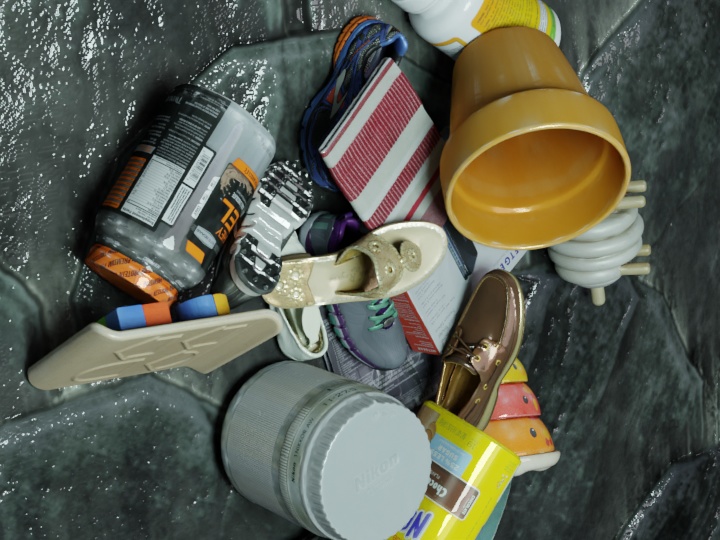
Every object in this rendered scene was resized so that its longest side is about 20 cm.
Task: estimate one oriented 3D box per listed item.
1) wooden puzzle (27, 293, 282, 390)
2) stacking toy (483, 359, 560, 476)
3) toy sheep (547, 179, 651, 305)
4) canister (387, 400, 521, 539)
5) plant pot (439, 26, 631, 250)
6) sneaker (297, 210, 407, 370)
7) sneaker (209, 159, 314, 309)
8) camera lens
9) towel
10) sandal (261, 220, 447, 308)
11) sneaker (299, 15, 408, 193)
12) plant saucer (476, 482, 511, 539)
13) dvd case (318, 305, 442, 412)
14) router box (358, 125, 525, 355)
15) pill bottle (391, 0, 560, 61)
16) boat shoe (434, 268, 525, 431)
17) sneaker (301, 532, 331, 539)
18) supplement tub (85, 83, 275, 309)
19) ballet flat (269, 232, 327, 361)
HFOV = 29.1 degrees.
[{"bbox_3d":[-0.201,0.066,1.342,0.198,0.185,0.047,-2,73,-35],"label":"wooden puzzle"},{"bbox_3d":[0.159,0.146,1.674,0.145,0.145,0.203,-2,83,-37],"label":"stacking toy"},{"bbox_3d":[0.292,-0.046,1.724,0.137,0.137,0.203,-24,117,-32],"label":"toy sheep"},{"bbox_3d":[0.070,0.255,1.490,0.086,0.148,0.201,35,84,-34],"label":"canister"},{"bbox_3d":[0.175,-0.156,1.503,0.199,0.199,0.185,25,42,-37],"label":"plant pot"},{"bbox_3d":[0.004,0.027,1.517,0.074,0.087,0.201,-40,109,-27],"label":"sneaker"},{"bbox_3d":[-0.107,-0.035,1.412,0.066,0.090,0.201,39,41,-19],"label":"sneaker"},{"bbox_3d":[-0.041,0.189,1.461,0.158,0.199,0.163,-7,103,-36],"label":"camera lens"},{"bbox_3d":[0.037,-0.108,1.487,0.145,0.023,0.201,-56,133,-24],"label":"towel"},{"bbox_3d":[0.001,0.006,1.436,0.209,0.070,0.079,-12,108,-11],"label":"sandal"},{"bbox_3d":[-0.006,-0.181,1.502,0.075,0.078,0.203,19,86,-37],"label":"sneaker"},{"bbox_3d":[0.112,0.313,1.565,0.036,0.200,0.202,25,80,2],"label":"plant saucer"},{"bbox_3d":[0.021,0.083,1.606,0.148,0.016,0.202,-29,113,-30],"label":"dvd case"},{"bbox_3d":[0.096,-0.037,1.611,0.200,0.048,0.181,-48,123,-29],"label":"router box"},{"bbox_3d":[0.124,-0.292,1.563,0.199,0.110,0.112,27,82,-37],"label":"pill bottle"},{"bbox_3d":[0.132,0.097,1.578,0.067,0.071,0.203,0,109,-56],"label":"boat shoe"},{"bbox_3d":[-0.025,0.270,1.582,0.199,0.071,0.083,-41,100,-23],"label":"sneaker"},{"bbox_3d":[-0.178,-0.070,1.361,0.122,0.122,0.202,38,76,-35],"label":"supplement tub"},{"bbox_3d":[-0.077,0.007,1.488,0.069,0.069,0.202,-30,115,-30],"label":"ballet flat"}]
